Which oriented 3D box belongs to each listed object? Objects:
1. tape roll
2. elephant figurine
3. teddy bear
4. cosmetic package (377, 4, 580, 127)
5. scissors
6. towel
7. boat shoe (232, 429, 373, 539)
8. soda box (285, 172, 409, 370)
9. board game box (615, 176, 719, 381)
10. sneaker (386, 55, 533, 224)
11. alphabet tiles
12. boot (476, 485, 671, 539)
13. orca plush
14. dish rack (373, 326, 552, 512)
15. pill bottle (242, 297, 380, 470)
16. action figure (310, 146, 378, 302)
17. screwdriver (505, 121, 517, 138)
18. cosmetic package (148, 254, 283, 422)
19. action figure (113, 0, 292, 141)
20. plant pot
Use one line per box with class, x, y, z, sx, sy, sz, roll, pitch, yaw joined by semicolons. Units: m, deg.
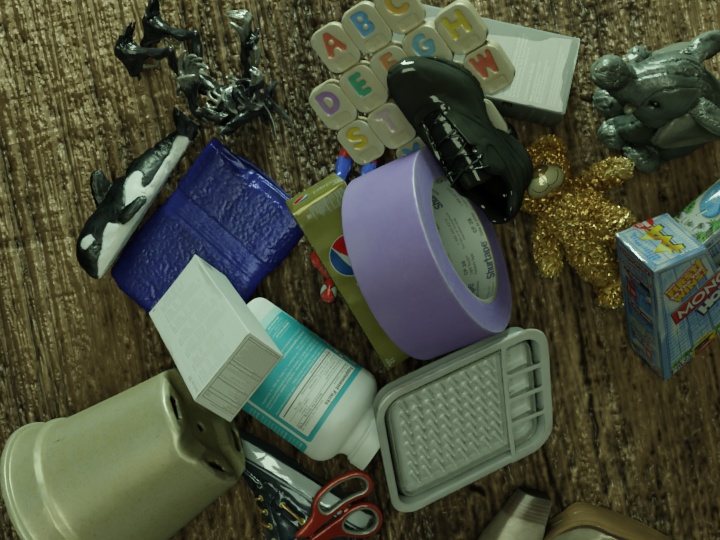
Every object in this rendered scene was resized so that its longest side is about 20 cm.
tape roll;0.070;-0.017;1.099;0.085;0.200;0.201;-23;88;26
elephant figurine;0.310;-0.172;1.084;0.155;0.200;0.142;-42;85;-3
teddy bear;0.234;-0.052;1.150;0.145;0.067;0.200;-27;92;27
cosmetic package;0.121;-0.216;1.150;0.199;0.107;0.091;11;91;6
scissors;-0.067;0.282;1.151;0.200;0.014;0.073;-29;99;-2
towel;-0.164;-0.026;1.204;0.148;0.050;0.200;41;93;10
boat shoe;-0.091;0.251;1.183;0.200;0.071;0.091;32;88;1
soda box;0.000;0.000;1.146;0.064;0.068;0.200;-31;107;-3
board game box;0.336;-0.008;1.090;0.200;0.200;0.062;-43;52;3
sneaker;0.100;-0.127;1.070;0.076;0.091;0.200;-32;117;34
alphabet tiles;0.050;-0.184;1.103;0.200;0.015;0.196;-26;115;28
boot;0.215;0.321;1.169;0.199;0.070;0.147;18;98;5
orca plush;-0.255;-0.093;1.175;0.071;0.105;0.200;32;91;-7
dish rack;0.103;0.147;1.130;0.199;0.044;0.172;-23;128;-17
pill bottle;-0.060;0.126;1.162;0.200;0.111;0.111;35;93;3
action figure;-0.016;-0.063;1.192;0.065;0.052;0.201;11;93;1
screwdriver;0.085;-0.097;1.194;0.200;0.028;0.029;-33;117;5
cosmetic package;-0.146;0.062;1.081;0.051;0.200;0.083;39;93;-31
action figure;-0.160;-0.217;1.168;0.200;0.102;0.119;29;51;9
plant pot;-0.226;0.201;1.114;0.183;0.200;0.201;-33;88;14
